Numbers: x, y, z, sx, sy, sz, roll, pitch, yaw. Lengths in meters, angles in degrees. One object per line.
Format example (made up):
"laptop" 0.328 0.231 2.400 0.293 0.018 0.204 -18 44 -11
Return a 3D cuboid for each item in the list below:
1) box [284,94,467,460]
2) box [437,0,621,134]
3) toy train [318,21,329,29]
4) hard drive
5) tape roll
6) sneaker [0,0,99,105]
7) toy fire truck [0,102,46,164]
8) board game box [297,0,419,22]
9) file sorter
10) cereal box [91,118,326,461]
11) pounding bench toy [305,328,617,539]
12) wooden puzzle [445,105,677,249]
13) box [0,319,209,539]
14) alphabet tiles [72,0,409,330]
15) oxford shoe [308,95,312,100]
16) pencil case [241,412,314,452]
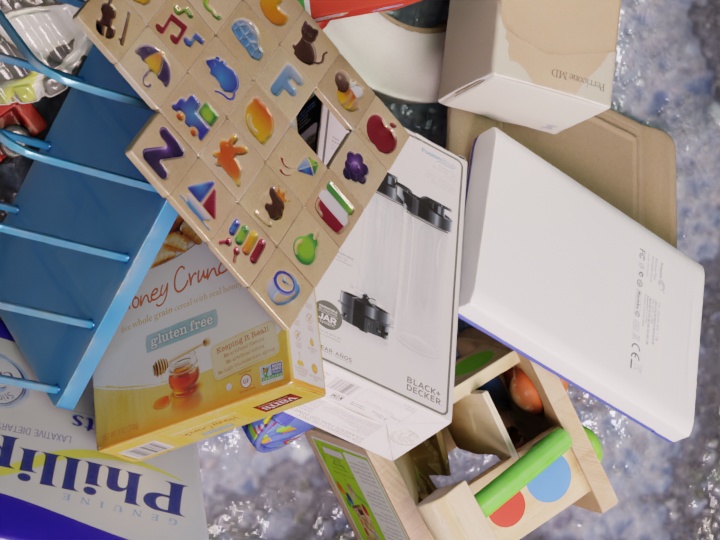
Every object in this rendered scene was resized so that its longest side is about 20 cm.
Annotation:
"box" 0.000 0.000 1.303 0.116 0.060 0.201 25 50 -26
"box" 0.116 -0.200 1.386 0.094 0.078 0.202 12 76 -23
"toy train" -0.103 -0.129 1.331 0.115 0.085 0.201 15 67 18
"hard drive" 0.144 0.011 1.386 0.199 0.025 0.133 31 53 -30
"tape roll" 0.037 -0.212 1.436 0.201 0.037 0.205 -1 93 -20
"sneaker" -0.175 -0.168 1.308 0.199 0.085 0.075 -27 123 -5
"toy fire truck" -0.306 -0.084 1.303 0.200 0.049 0.142 -39 101 -18
"board game box" -0.052 -0.220 1.264 0.199 0.040 0.155 -17 95 -44
"file sorter" -0.193 -0.050 1.220 0.122 0.139 0.201 14 114 -40
"cereal box" -0.095 -0.005 1.236 0.039 0.143 0.202 23 52 -51
"pounding bench toy" 0.084 0.126 1.380 0.155 0.200 0.125 -30 102 -16
"wooden puzzle" 0.133 -0.036 1.440 0.199 0.037 0.187 18 64 -35
"box" -0.192 0.134 1.266 0.182 0.201 0.105 14 123 -21
"alphabet tiles" -0.068 -0.094 1.177 0.200 0.008 0.168 49 49 -20
"oxford shoe" -0.049 -0.063 1.388 0.070 0.075 0.202 -6 94 -20
"pencil case" -0.095 0.021 1.334 0.078 0.087 0.200 -46 79 13
